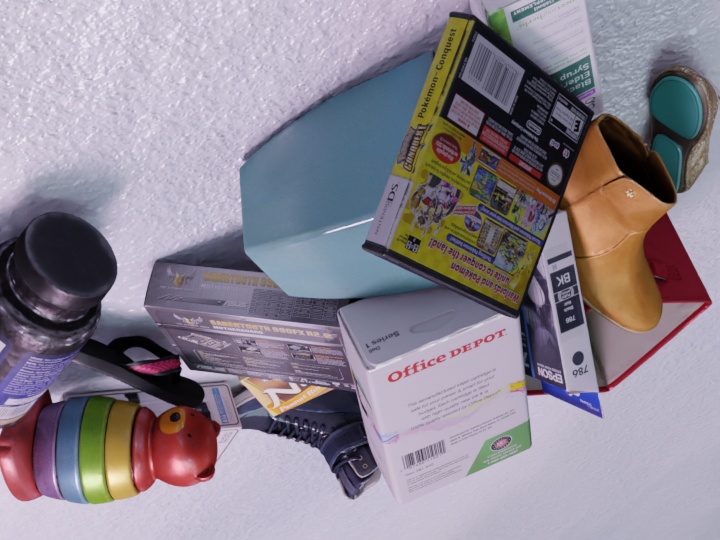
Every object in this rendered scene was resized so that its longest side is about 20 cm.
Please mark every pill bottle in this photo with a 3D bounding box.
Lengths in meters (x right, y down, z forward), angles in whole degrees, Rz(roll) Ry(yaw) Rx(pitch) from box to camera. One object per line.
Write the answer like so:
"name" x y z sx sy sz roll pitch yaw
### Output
"pill bottle" -0.292 0.043 1.122 0.111 0.113 0.200 7 141 -41

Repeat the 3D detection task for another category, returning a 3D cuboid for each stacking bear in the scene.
"stacking bear" -0.239 0.174 1.288 0.197 0.122 0.115 0 126 4

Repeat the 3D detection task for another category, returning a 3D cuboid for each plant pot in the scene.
"plant pot" 0.004 -0.060 1.110 0.198 0.143 0.141 -18 147 17

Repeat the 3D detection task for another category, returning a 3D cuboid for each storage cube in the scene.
"storage cube" 0.213 0.006 1.332 0.169 0.181 0.200 1 145 -35

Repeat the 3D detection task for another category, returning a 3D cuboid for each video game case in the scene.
"video game case" 0.096 -0.073 0.993 0.199 0.025 0.183 23 87 -51

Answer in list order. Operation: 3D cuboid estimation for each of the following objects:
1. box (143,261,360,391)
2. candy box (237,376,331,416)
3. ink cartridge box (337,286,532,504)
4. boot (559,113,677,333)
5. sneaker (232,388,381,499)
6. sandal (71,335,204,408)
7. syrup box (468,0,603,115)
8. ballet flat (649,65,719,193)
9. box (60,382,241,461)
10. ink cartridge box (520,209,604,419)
"box" -0.091 0.056 1.256 0.197 0.049 0.159 5 154 14
"candy box" -0.032 0.080 1.419 0.198 0.056 0.116 -24 150 4
"ink cartridge box" 0.071 0.100 1.186 0.143 0.084 0.201 -22 135 -9
"boot" 0.229 -0.035 1.126 0.071 0.202 0.144 -43 -171 -26
"sneaker" -0.055 0.197 1.514 0.200 0.148 0.077 -7 150 -22
"sandal" -0.221 0.090 1.303 0.199 0.075 0.045 30 89 -47
"syrup box" 0.138 -0.191 1.046 0.078 0.082 0.200 -23 150 4
"ballet flat" 0.319 -0.151 1.276 0.065 0.070 0.201 -44 159 -16
"box" -0.246 0.184 1.450 0.198 0.061 0.117 -3 147 -31
"ink cartridge box" 0.162 0.039 1.179 0.039 0.202 0.099 -22 -162 -23
